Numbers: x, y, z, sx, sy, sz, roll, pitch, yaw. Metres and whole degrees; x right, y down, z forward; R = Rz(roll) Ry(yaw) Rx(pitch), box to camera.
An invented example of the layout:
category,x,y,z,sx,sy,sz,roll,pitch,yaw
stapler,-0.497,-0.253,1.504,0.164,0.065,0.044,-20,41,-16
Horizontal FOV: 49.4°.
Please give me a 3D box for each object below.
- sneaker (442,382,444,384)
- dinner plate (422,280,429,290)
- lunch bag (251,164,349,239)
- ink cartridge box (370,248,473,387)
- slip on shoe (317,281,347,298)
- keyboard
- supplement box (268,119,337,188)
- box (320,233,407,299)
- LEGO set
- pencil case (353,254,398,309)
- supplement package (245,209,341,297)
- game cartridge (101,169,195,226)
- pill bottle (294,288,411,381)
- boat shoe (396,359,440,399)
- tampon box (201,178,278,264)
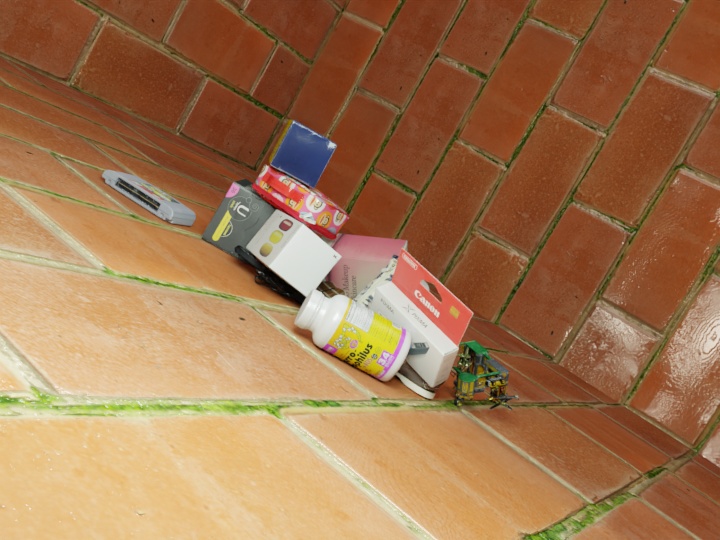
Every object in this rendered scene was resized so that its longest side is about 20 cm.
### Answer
category,x,y,z,sx,sy,sz,roll,pitch,yaw
sneaker,0.108,0.178,1.610,0.082,0.074,0.200,23,2,-35
dinner plate,0.063,0.036,1.850,0.200,0.024,0.200,-1,25,0
lunch bag,-0.136,-0.155,1.705,0.200,0.082,0.176,35,4,32
ink cartridge box,0.104,0.087,1.448,0.045,0.176,0.200,-21,51,-34
slip on shoe,-0.068,0.073,1.644,0.076,0.061,0.200,-13,13,-11
keyboard,-0.193,0.021,1.653,0.200,0.040,0.104,38,-2,-3
supplement box,-0.132,-0.261,1.735,0.109,0.110,0.200,28,7,-12
box,0.000,0.000,1.756,0.200,0.128,0.109,6,31,16
LEGO set,0.222,0.237,1.641,0.154,0.116,0.200,-10,25,-31
pencil case,0.031,0.062,1.633,0.089,0.200,0.078,40,7,-35
supplement package,-0.141,-0.039,1.618,0.110,0.114,0.200,40,-4,-25
game cartridge,-0.478,-0.166,1.792,0.200,0.041,0.133,32,3,12
pill bottle,-0.015,0.112,1.412,0.200,0.104,0.104,29,7,-8
boat shoe,0.073,0.172,1.529,0.200,0.060,0.072,33,7,25
tampon box,-0.268,-0.119,1.841,0.126,0.150,0.200,31,7,-4
